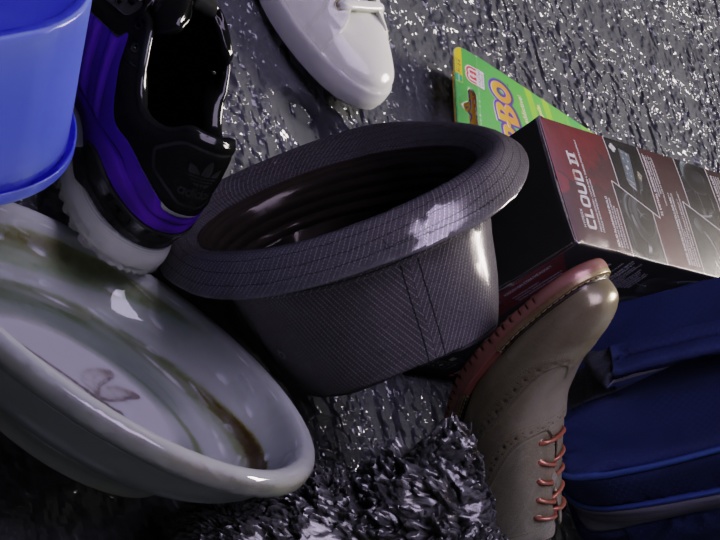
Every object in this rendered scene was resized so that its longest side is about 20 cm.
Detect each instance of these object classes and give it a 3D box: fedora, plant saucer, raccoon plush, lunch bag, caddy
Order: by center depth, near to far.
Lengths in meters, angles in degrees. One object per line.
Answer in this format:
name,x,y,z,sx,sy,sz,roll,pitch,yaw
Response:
caddy,-0.200,-0.077,0.773,0.199,0.106,0.141,-18,49,-44
raccoon plush,-0.022,0.133,0.807,0.200,0.133,0.097,-37,102,-55
plant saucer,-0.113,0.042,0.809,0.199,0.050,0.200,34,11,-8
fedora,0.000,0.000,0.918,0.176,0.200,0.091,-25,107,-21
lunch bag,0.180,0.077,0.967,0.136,0.198,0.133,-83,153,-54

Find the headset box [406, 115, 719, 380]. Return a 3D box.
headset box,0.101,-0.001,1.044,0.199,0.148,0.078,12,54,-43

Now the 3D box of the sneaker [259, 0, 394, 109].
sneaker,-0.018,-0.193,1.100,0.072,0.084,0.202,-8,72,-53

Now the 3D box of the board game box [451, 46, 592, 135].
board game box,0.123,-0.056,1.211,0.199,0.030,0.096,31,44,-36

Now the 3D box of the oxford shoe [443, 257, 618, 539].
oxford shoe,0.076,0.082,0.904,0.070,0.201,0.074,-19,55,-45

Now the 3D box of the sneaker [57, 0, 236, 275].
sneaker,-0.103,-0.104,0.907,0.069,0.100,0.201,12,44,-44
